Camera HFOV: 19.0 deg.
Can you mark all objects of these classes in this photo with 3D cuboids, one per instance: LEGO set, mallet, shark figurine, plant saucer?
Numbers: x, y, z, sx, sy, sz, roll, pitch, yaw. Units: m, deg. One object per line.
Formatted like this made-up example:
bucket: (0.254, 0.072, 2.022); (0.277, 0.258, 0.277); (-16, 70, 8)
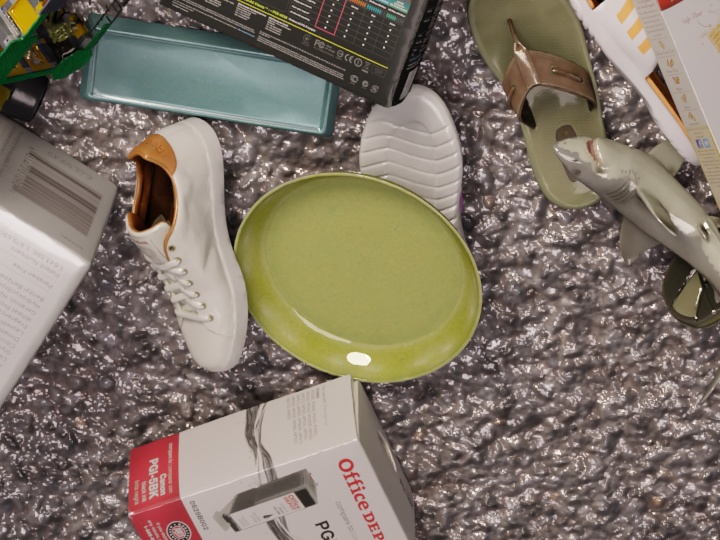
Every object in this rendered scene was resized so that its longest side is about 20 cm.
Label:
LEGO set: (-0.234, -0.227, 1.543); (0.116, 0.153, 0.200); (54, 134, 10)
mallet: (-0.277, -0.121, 1.558); (0.065, 0.200, 0.041); (26, 106, -3)
shark figurine: (0.232, -0.014, 1.625); (0.215, 0.128, 0.090); (54, 131, 13)
plant saucer: (-0.114, -0.147, 1.640); (0.198, 0.019, 0.071); (9, 112, -1)
plant saucer: (0.000, 0.000, 1.667); (0.198, 0.031, 0.201); (9, 129, 11)

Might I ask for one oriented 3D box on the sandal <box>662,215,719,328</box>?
sandal: (0.319, -0.030, 1.652); (0.200, 0.080, 0.057); (-39, 145, 14)

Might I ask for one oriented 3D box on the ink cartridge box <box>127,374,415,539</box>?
ink cartridge box: (-0.069, 0.189, 1.730); (0.198, 0.083, 0.148); (-20, 124, 9)

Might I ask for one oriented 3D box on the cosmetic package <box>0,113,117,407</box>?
cosmetic package: (-0.309, -0.001, 1.626); (0.164, 0.165, 0.201); (32, 109, -11)

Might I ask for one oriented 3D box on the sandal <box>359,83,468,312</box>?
sandal: (0.047, -0.060, 1.660); (0.082, 0.050, 0.204); (3, 125, 16)

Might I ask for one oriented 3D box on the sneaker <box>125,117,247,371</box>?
sneaker: (-0.144, -0.011, 1.653); (0.072, 0.084, 0.202); (6, 112, 43)

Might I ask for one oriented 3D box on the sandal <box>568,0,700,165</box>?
sandal: (0.214, -0.170, 1.596); (0.059, 0.079, 0.207); (-35, 116, 13)

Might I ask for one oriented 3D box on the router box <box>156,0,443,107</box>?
router box: (-0.033, -0.229, 1.552); (0.199, 0.062, 0.151); (25, 113, 10)

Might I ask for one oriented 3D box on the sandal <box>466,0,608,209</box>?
sandal: (0.144, -0.134, 1.617); (0.079, 0.057, 0.202); (-22, 111, 10)

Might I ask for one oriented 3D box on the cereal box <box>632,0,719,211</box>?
cereal box: (0.289, -0.158, 1.563); (0.143, 0.039, 0.201); (-29, 102, -20)
